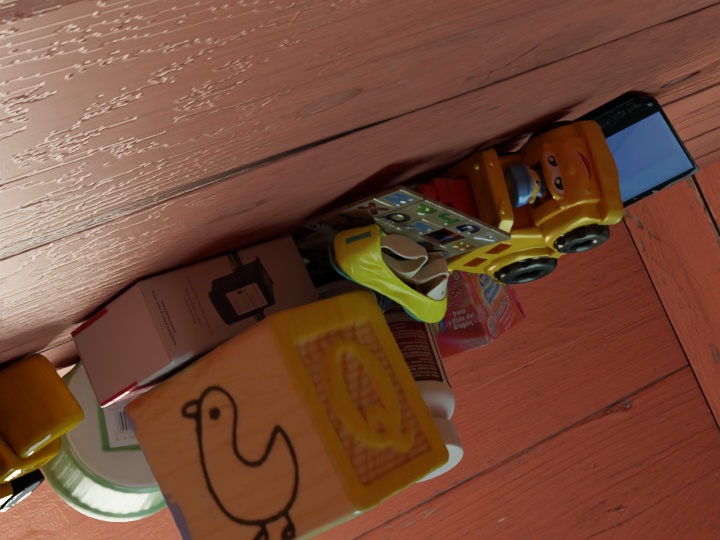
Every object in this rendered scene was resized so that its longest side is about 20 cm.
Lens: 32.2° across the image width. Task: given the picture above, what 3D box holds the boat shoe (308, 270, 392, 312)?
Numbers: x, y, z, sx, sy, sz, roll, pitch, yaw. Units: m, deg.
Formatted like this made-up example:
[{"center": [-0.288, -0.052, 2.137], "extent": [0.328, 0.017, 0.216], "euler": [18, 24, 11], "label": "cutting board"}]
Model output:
[{"center": [-0.055, 0.036, 1.319], "extent": [0.198, 0.075, 0.060], "euler": [-12, -173, 35], "label": "boat shoe"}]

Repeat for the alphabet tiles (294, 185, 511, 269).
[{"center": [0.024, -0.032, 1.250], "extent": [0.198, 0.008, 0.166], "euler": [-18, 153, 42], "label": "alphabet tiles"}]

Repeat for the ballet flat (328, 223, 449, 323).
[{"center": [0.049, 0.002, 1.247], "extent": [0.067, 0.068, 0.199], "euler": [-29, 147, 26], "label": "ballet flat"}]

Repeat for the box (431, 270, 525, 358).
[{"center": [0.079, 0.054, 1.473], "extent": [0.198, 0.096, 0.102], "euler": [-21, -178, 37], "label": "box"}]

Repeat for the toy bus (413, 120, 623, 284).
[{"center": [0.145, -0.073, 1.309], "extent": [0.190, 0.138, 0.199], "euler": [1, 159, -38], "label": "toy bus"}]

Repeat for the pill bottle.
[{"center": [0.038, 0.117, 1.331], "extent": [0.108, 0.202, 0.110], "euler": [-13, 150, -7], "label": "pill bottle"}]

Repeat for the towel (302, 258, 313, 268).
[{"center": [-0.132, 0.020, 1.420], "extent": [0.198, 0.023, 0.143], "euler": [-28, 174, 18], "label": "towel"}]

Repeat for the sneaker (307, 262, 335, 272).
[{"center": [0.000, 0.000, 1.400], "extent": [0.198, 0.067, 0.091], "euler": [-29, 175, -8], "label": "sneaker"}]

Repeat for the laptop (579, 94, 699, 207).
[{"center": [0.290, -0.124, 1.496], "extent": [0.176, 0.104, 0.199], "euler": [-28, 174, 25], "label": "laptop"}]

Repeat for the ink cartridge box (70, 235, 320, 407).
[{"center": [-0.158, 0.048, 1.226], "extent": [0.199, 0.085, 0.144], "euler": [-19, 172, -45], "label": "ink cartridge box"}]

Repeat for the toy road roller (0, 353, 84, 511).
[{"center": [-0.367, 0.161, 1.232], "extent": [0.146, 0.123, 0.200], "euler": [-40, 173, 15], "label": "toy road roller"}]

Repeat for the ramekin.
[{"center": [-0.272, 0.182, 1.455], "extent": [0.198, 0.202, 0.098], "euler": [-21, 167, -31], "label": "ramekin"}]

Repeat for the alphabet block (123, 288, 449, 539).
[{"center": [-0.067, 0.155, 1.192], "extent": [0.199, 0.197, 0.196], "euler": [-32, 173, 29], "label": "alphabet block"}]
